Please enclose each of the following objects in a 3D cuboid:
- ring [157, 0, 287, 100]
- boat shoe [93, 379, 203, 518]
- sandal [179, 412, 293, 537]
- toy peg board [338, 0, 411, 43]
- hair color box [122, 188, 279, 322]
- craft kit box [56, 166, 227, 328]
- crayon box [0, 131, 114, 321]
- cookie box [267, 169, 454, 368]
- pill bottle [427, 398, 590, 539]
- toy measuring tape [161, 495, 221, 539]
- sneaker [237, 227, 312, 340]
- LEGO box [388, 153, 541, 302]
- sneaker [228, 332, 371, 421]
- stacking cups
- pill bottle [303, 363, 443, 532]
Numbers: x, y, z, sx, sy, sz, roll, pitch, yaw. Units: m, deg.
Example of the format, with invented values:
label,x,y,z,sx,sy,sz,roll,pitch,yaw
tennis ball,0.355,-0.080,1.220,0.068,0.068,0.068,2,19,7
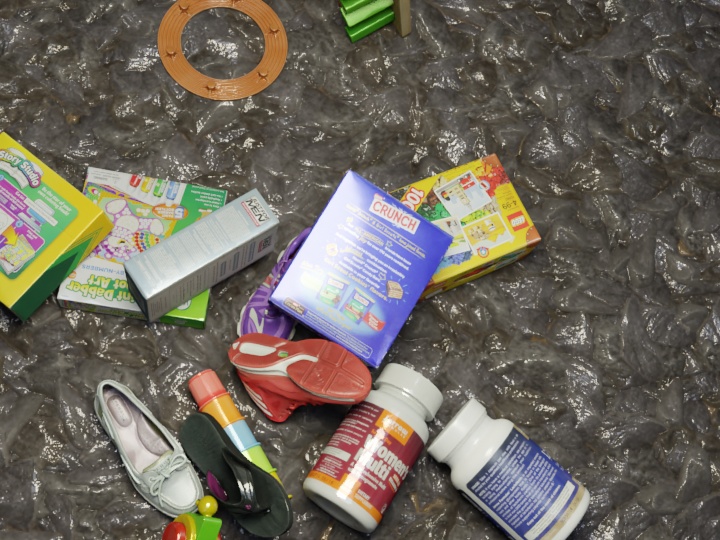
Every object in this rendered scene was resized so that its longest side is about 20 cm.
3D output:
label,x,y,z,sx,sy,sz,roll,pitch,yaw
ring,-0.210,-0.352,1.453,0.199,0.019,0.202,3,71,-9
boat shoe,-0.272,0.227,1.205,0.074,0.065,0.202,-32,81,-18
sandal,-0.164,0.258,1.174,0.200,0.048,0.076,39,107,25
toy peg board,-0.013,-0.464,1.441,0.097,0.200,0.200,-28,76,-3
hair color box,-0.207,-0.019,1.244,0.199,0.099,0.061,-31,78,-19
craft kit box,-0.297,-0.032,1.310,0.199,0.049,0.199,9,72,-6
crayon box,-0.460,-0.061,1.258,0.200,0.058,0.173,36,73,16
cookie box,0.000,0.000,1.246,0.171,0.075,0.201,33,82,-5
pill bottle,0.191,0.268,1.241,0.200,0.116,0.116,42,69,6
toy measuring tape,-0.223,0.372,1.172,0.073,0.074,0.201,20,88,-2
sneaker,-0.108,0.024,1.298,0.080,0.083,0.201,23,69,0
LEGO box,0.133,-0.060,1.372,0.199,0.077,0.150,-22,75,-16
sneaker,-0.069,0.150,1.231,0.199,0.116,0.078,17,52,26
stacking cups,-0.160,0.223,1.237,0.060,0.061,0.201,-25,71,-17
pill bottle,0.021,0.227,1.231,0.109,0.110,0.200,33,69,3
